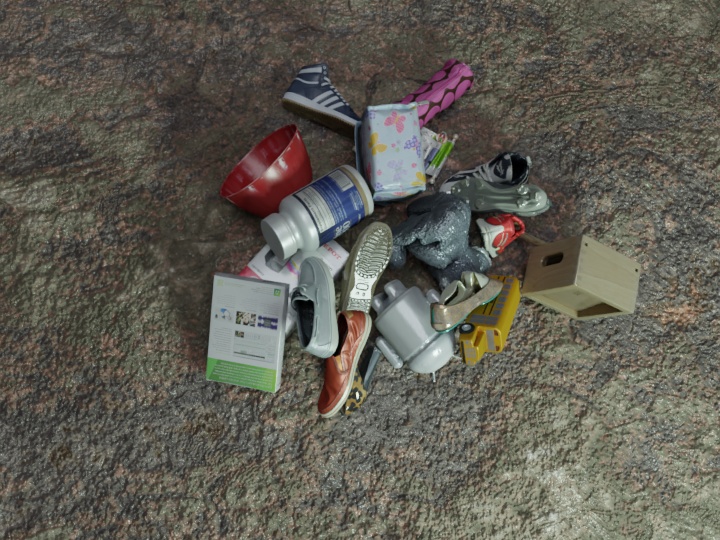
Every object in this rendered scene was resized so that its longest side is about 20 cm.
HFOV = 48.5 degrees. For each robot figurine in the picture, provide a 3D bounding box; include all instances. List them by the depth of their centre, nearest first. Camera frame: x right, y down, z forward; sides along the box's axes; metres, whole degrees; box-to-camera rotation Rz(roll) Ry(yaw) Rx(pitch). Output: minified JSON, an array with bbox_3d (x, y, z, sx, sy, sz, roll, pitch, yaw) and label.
[{"bbox_3d":[0.105,0.113,1.535,0.169,0.113,0.201,-43,82,23],"label":"robot figurine"}]

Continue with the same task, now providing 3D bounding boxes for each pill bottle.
[{"bbox_3d":[-0.082,-0.104,1.486,0.198,0.111,0.112,-32,81,-21],"label":"pill bottle"}]

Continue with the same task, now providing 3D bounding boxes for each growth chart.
[{"bbox_3d":[0.093,-0.262,1.684,0.197,0.018,0.147,24,75,1],"label":"growth chart"}]

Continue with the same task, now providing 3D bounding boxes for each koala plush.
[{"bbox_3d":[0.170,-0.032,1.563,0.178,0.182,0.202,-47,112,-36],"label":"koala plush"}]

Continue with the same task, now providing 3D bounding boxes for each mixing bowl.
[{"bbox_3d":[-0.167,-0.177,1.560,0.201,0.199,0.109,-49,116,-15],"label":"mixing bowl"}]

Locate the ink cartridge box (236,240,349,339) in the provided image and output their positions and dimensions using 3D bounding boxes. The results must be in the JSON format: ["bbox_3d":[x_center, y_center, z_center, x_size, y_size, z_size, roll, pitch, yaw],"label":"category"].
[{"bbox_3d":[-0.134,0.008,1.551,0.147,0.086,0.201,40,76,5],"label":"ink cartridge box"}]

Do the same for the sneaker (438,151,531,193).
[{"bbox_3d":[0.260,-0.192,1.625,0.195,0.130,0.081,-9,75,-9],"label":"sneaker"}]

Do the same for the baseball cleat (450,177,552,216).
[{"bbox_3d":[0.276,-0.134,1.570,0.197,0.106,0.071,12,83,34],"label":"baseball cleat"}]

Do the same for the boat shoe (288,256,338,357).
[{"bbox_3d":[-0.089,0.057,1.435,0.071,0.070,0.204,20,48,-42],"label":"boat shoe"}]

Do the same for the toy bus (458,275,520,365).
[{"bbox_3d":[0.247,0.094,1.534,0.077,0.066,0.201,6,38,23],"label":"toy bus"}]

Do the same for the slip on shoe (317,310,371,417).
[{"bbox_3d":[-0.042,0.165,1.442,0.060,0.074,0.203,18,93,-32],"label":"slip on shoe"}]

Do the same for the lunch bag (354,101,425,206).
[{"bbox_3d":[0.053,-0.220,1.561,0.124,0.200,0.173,-6,90,-4],"label":"lunch bag"}]

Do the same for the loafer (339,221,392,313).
[{"bbox_3d":[0.000,0.000,1.517,0.075,0.068,0.203,16,100,-27],"label":"loafer"}]

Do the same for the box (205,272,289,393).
[{"bbox_3d":[-0.210,0.115,1.482,0.142,0.036,0.204,9,99,12],"label":"box"}]

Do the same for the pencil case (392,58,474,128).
[{"bbox_3d":[0.153,-0.364,1.665,0.091,0.094,0.200,42,66,10],"label":"pencil case"}]

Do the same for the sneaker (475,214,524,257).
[{"bbox_3d":[0.281,-0.073,1.565,0.084,0.200,0.078,-17,88,15],"label":"sneaker"}]

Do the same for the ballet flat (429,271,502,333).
[{"bbox_3d":[0.197,0.042,1.481,0.199,0.067,0.068,-34,113,-40],"label":"ballet flat"}]

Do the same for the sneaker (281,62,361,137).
[{"bbox_3d":[-0.055,-0.357,1.662,0.197,0.070,0.110,23,75,5],"label":"sneaker"}]

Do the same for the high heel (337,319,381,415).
[{"bbox_3d":[-0.057,0.173,1.499,0.199,0.071,0.144,35,67,-23],"label":"high heel"}]

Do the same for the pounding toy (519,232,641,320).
[{"bbox_3d":[0.411,-0.004,1.572,0.182,0.199,0.145,23,72,-23],"label":"pounding toy"}]
